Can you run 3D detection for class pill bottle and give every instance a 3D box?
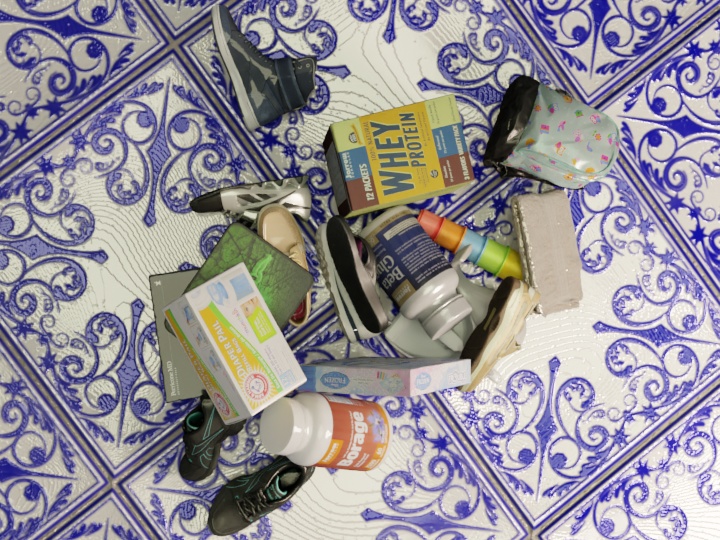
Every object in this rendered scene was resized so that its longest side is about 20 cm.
[{"bbox_3d":[0.086,0.006,1.711,0.111,0.111,0.201,-36,77,-5],"label":"pill bottle"},{"bbox_3d":[-0.053,0.249,1.671,0.198,0.111,0.114,14,87,-41],"label":"pill bottle"}]

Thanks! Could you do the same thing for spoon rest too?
[{"bbox_3d":[0.205,0.049,1.757,0.201,0.060,0.100,54,53,-19],"label":"spoon rest"}]

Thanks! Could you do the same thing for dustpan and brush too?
[{"bbox_3d":[0.154,0.119,1.763,0.200,0.057,0.140,41,85,-4],"label":"dustpan and brush"}]

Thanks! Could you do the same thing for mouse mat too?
[{"bbox_3d":[-0.185,0.048,1.656,0.160,0.008,0.201,34,86,-4],"label":"mouse mat"}]

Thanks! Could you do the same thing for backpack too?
[{"bbox_3d":[0.317,-0.211,1.753,0.198,0.127,0.169,24,84,-8],"label":"backpack"}]

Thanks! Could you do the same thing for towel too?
[{"bbox_3d":[0.307,-0.030,1.759,0.132,0.034,0.203,-11,90,-44],"label":"towel"}]

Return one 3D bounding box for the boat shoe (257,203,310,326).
[{"bbox_3d":[-0.114,-0.005,1.707,0.073,0.069,0.202,-17,110,-5],"label":"boat shoe"}]

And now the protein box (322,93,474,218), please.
[{"bbox_3d":[0.053,-0.173,1.688,0.196,0.200,0.137,-14,90,-5],"label":"protein box"}]

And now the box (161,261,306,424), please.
[{"bbox_3d":[-0.185,0.109,1.582,0.112,0.101,0.202,-31,93,-33],"label":"box"}]

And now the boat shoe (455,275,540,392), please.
[{"bbox_3d":[0.221,0.112,1.703,0.075,0.072,0.202,24,105,-19],"label":"boat shoe"}]

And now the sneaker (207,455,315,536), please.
[{"bbox_3d":[-0.161,0.352,1.713,0.199,0.079,0.076,-37,94,-4],"label":"sneaker"}]

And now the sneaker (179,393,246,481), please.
[{"bbox_3d":[-0.247,0.253,1.677,0.078,0.076,0.201,12,128,-30],"label":"sneaker"}]

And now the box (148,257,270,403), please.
[{"bbox_3d":[-0.229,0.093,1.705,0.179,0.104,0.203,-8,89,-7],"label":"box"}]

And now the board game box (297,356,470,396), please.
[{"bbox_3d":[0.039,0.159,1.642,0.197,0.199,0.044,-2,89,32],"label":"board game box"}]

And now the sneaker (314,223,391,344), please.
[{"bbox_3d":[-0.016,0.014,1.745,0.080,0.076,0.202,-20,101,-5],"label":"sneaker"}]

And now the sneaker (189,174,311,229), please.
[{"bbox_3d":[-0.172,-0.097,1.728,0.197,0.074,0.090,-8,94,-10],"label":"sneaker"}]

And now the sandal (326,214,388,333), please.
[{"bbox_3d":[0.000,0.000,1.683,0.048,0.075,0.203,-32,111,-28],"label":"sandal"}]

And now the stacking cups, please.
[{"bbox_3d":[0.183,-0.045,1.774,0.198,0.061,0.061,29,86,-1],"label":"stacking cups"}]

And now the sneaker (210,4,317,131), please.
[{"bbox_3d":[-0.148,-0.345,1.727,0.144,0.077,0.205,-20,100,6],"label":"sneaker"}]
